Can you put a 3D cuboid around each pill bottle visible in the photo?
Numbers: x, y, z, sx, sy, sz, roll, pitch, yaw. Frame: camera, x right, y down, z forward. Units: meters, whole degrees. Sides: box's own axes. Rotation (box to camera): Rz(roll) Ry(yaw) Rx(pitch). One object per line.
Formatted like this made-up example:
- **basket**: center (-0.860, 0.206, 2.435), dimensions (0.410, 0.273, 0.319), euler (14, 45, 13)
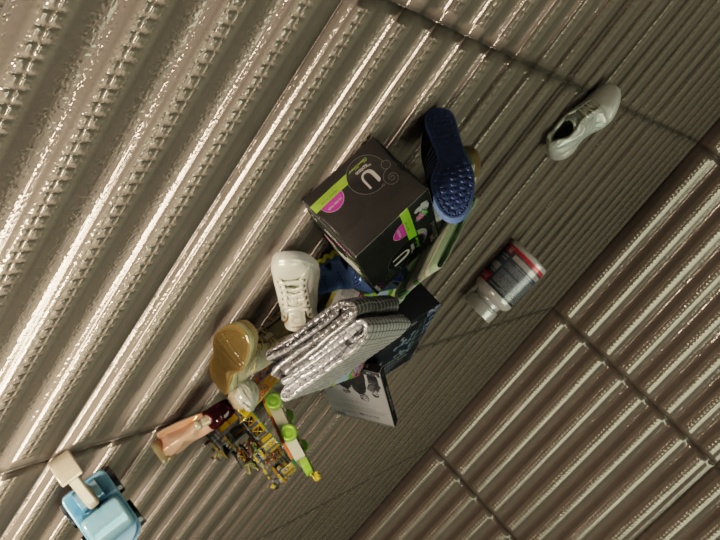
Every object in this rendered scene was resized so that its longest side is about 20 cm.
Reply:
- **pill bottle**: center (0.365, 0.033, 2.203), dimensions (0.200, 0.120, 0.120), euler (-46, 160, 4)

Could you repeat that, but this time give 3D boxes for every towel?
- **towel**: center (-0.037, 0.114, 1.363), dimensions (0.199, 0.086, 0.165), euler (-37, 167, 21)
- **towel**: center (0.121, -0.032, 1.423), dimensions (0.153, 0.023, 0.200), euler (-61, -172, -26)

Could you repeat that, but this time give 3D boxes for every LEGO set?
- **LEGO set**: center (-0.218, 0.355, 1.660), dimensions (0.116, 0.154, 0.200), euler (-39, 156, -13)

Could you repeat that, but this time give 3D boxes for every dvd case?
- **dvd case**: center (-0.008, 0.249, 1.788), dimensions (0.201, 0.149, 0.025), euler (75, 33, -47)

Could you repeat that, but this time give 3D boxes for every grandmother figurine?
- **grandmother figurine**: center (-0.258, 0.253, 1.465), dimensions (0.199, 0.061, 0.121), euler (-34, -178, -1)

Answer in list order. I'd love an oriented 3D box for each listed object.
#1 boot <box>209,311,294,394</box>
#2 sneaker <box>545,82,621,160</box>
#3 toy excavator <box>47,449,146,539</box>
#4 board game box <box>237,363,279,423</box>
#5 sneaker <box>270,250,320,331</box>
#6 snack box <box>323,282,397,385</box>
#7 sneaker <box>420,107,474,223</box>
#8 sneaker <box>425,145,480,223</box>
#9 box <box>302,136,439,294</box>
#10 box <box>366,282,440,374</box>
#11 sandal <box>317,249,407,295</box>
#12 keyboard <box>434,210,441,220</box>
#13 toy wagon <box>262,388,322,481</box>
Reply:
- **boot**: center (-0.162, 0.112, 1.403), dimensions (0.154, 0.072, 0.200), euler (-30, 163, -32)
- **sneaker**: center (0.465, -0.315, 1.792), dimensions (0.200, 0.070, 0.080), euler (-46, 157, 5)
- **toy excavator**: center (-0.412, 0.360, 1.337), dimensions (0.100, 0.195, 0.200), euler (-35, -174, -22)
- **board game box**: center (-0.158, 0.184, 1.560), dimensions (0.201, 0.030, 0.096), euler (-52, -172, 13)
- **sneaker**: center (-0.094, 0.042, 1.343), dimensions (0.072, 0.085, 0.201), euler (-6, 151, 4)
- **snack box**: center (-0.022, 0.111, 1.609), dimensions (0.168, 0.067, 0.202), euler (-6, 122, -65)
- **sneaker**: center (0.132, -0.148, 1.312), dimensions (0.069, 0.202, 0.078), euler (-4, 151, 0)
- **sneaker**: center (0.134, -0.127, 1.513), dimensions (0.090, 0.067, 0.201), euler (-29, 158, -49)
- **box**: center (0.022, -0.079, 1.313), dimensions (0.148, 0.124, 0.200), euler (-43, 161, -4)
- **box**: center (0.053, 0.122, 1.790), dimensions (0.148, 0.107, 0.201), euler (-27, 153, -38)
- **sandal**: center (0.000, 0.000, 1.447), dimensions (0.198, 0.088, 0.080), euler (-24, 159, -8)
- **keyboard**: center (0.101, -0.096, 1.476), dimensions (0.198, 0.011, 0.057), euler (-17, 136, -9)
- **toy wagon**: center (-0.135, 0.322, 1.677), dimensions (0.039, 0.201, 0.155), euler (-26, 158, -5)
